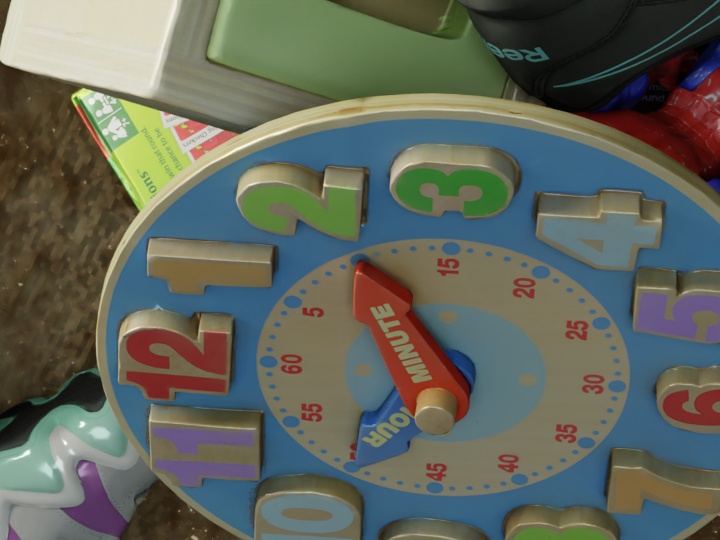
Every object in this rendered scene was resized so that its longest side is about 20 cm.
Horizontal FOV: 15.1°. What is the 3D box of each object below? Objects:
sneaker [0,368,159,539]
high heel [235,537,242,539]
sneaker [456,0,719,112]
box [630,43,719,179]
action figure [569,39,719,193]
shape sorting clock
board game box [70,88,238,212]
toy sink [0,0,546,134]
[{"bbox_3d":[-0.108,0.125,0.942,0.200,0.078,0.140,-28,101,13],"label":"sneaker"},{"bbox_3d":[0.058,0.083,0.939,0.199,0.068,0.096,-23,126,18],"label":"high heel"},{"bbox_3d":[0.110,-0.122,0.760,0.200,0.075,0.079,-35,133,-3],"label":"sneaker"},{"bbox_3d":[0.146,-0.034,0.864,0.142,0.036,0.201,4,63,-6],"label":"box"},{"bbox_3d":[0.116,-0.051,0.820,0.200,0.052,0.065,-35,70,-29],"label":"action figure"},{"bbox_3d":[0.024,0.029,0.768,0.199,0.039,0.200,6,136,6],"label":"shape sorting clock"},{"bbox_3d":[0.000,0.000,0.889,0.101,0.048,0.200,-34,73,7],"label":"board game box"},{"bbox_3d":[-0.003,-0.135,0.792,0.130,0.112,0.201,16,90,-33],"label":"toy sink"}]
